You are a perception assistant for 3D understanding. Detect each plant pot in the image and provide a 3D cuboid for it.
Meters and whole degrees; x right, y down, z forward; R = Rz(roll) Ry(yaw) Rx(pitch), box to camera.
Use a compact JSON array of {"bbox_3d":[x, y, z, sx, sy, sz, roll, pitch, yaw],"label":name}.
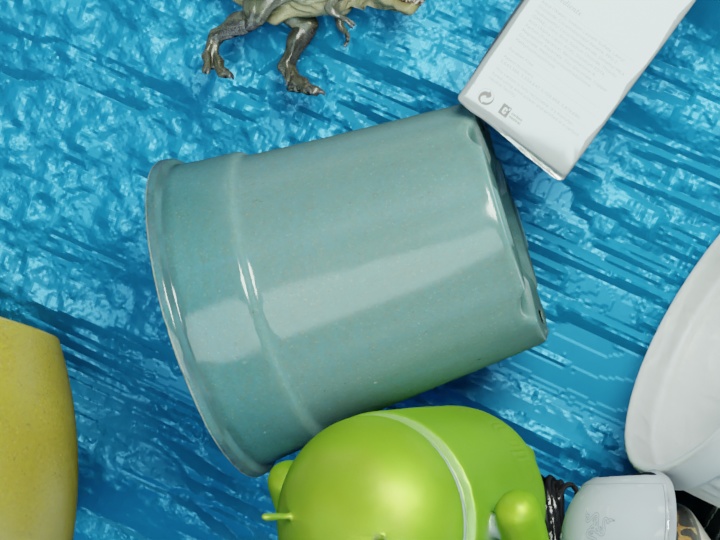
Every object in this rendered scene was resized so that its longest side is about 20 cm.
[{"bbox_3d":[-0.271,0.099,0.990,0.198,0.200,0.143,15,80,9],"label":"plant pot"},{"bbox_3d":[0.000,0.000,0.882,0.194,0.200,0.202,-17,102,11],"label":"plant pot"}]

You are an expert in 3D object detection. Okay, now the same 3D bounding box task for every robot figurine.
[{"bbox_3d":[0.031,0.137,0.836,0.174,0.199,0.117,4,90,31],"label":"robot figurine"}]

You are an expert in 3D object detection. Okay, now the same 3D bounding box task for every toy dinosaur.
[{"bbox_3d":[-0.056,-0.159,0.918,0.198,0.047,0.089,11,95,11],"label":"toy dinosaur"}]

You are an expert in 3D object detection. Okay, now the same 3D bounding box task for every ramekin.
[{"bbox_3d":[0.248,0.051,0.830,0.104,0.200,0.201,30,112,-7],"label":"ramekin"}]

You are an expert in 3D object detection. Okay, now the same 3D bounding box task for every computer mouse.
[{"bbox_3d":[0.128,0.154,0.840,0.043,0.200,0.111,9,70,-6],"label":"computer mouse"}]

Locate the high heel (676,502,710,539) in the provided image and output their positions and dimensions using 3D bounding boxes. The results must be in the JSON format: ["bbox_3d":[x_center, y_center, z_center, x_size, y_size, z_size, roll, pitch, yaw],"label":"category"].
[{"bbox_3d":[0.159,0.201,0.824,0.072,0.142,0.199,54,152,-15],"label":"high heel"}]

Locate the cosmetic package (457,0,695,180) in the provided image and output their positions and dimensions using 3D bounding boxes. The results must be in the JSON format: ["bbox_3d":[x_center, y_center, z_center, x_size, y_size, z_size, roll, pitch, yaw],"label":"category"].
[{"bbox_3d":[0.147,-0.163,0.831,0.081,0.113,0.201,37,114,0],"label":"cosmetic package"}]

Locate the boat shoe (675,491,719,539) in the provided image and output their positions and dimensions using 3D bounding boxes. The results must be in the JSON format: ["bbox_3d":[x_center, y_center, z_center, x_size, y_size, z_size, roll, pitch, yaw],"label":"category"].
[{"bbox_3d":[0.183,0.181,0.947,0.066,0.075,0.200,27,121,-8],"label":"boat shoe"}]
